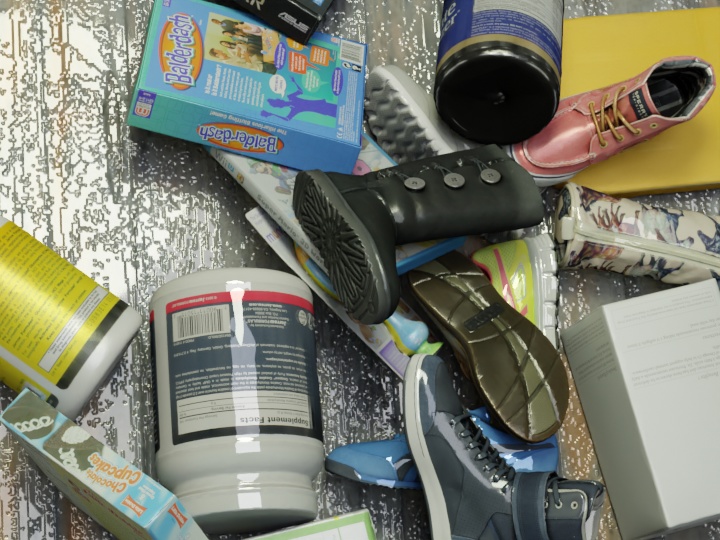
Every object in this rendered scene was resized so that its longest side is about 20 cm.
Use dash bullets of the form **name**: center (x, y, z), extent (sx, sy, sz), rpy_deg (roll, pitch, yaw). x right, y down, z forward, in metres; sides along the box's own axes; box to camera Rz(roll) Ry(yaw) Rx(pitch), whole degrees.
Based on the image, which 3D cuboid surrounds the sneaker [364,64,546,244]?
- **sneaker**: center (0.085, -0.115, 1.695), extent (0.200, 0.075, 0.082), rpy_deg (46, 58, -7)

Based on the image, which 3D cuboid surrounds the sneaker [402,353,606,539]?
- **sneaker**: center (0.119, 0.155, 1.503), extent (0.146, 0.077, 0.203), rpy_deg (-14, 91, 23)

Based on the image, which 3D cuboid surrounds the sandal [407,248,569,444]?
- **sandal**: center (0.107, 0.067, 1.594), extent (0.082, 0.055, 0.200), rpy_deg (-30, 63, -23)

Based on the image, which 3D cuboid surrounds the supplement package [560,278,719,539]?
- **supplement package**: center (0.272, 0.126, 1.642), extent (0.116, 0.117, 0.201), rpy_deg (-12, 78, -17)

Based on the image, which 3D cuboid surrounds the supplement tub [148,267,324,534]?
- **supplement tub**: center (-0.102, 0.109, 1.543), extent (0.140, 0.140, 0.201), rpy_deg (-1, 74, -13)

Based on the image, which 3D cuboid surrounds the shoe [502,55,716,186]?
- **shoe**: center (0.224, -0.139, 1.670), extent (0.199, 0.091, 0.072), rpy_deg (-22, 85, -25)

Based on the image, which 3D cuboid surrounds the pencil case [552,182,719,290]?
- **pencil case**: center (0.267, -0.024, 1.694), extent (0.199, 0.089, 0.078), rpy_deg (11, 89, -10)

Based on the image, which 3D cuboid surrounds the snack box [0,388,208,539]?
- **snack box**: center (-0.194, 0.176, 1.466), extent (0.200, 0.116, 0.037), rpy_deg (29, 68, 40)

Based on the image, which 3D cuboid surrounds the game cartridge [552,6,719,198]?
- **game cartridge**: center (0.264, -0.157, 1.762), extent (0.199, 0.032, 0.177), rpy_deg (-6, 77, -12)

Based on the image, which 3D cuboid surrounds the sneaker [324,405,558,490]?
- **sneaker**: center (0.070, 0.152, 1.595), extent (0.199, 0.066, 0.079), rpy_deg (3, 88, 5)

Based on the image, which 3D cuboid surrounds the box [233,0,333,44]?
- **box**: center (-0.070, -0.321, 1.691), extent (0.160, 0.044, 0.200), rpy_deg (32, 55, -4)

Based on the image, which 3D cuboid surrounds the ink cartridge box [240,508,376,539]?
- **ink cartridge box**: center (-0.090, 0.251, 1.531), extent (0.199, 0.104, 0.060), rpy_deg (-13, 79, -16)

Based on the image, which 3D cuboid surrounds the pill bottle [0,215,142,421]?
- **pill bottle**: center (-0.289, 0.027, 1.538), extent (0.200, 0.112, 0.113), rpy_deg (36, 71, -3)

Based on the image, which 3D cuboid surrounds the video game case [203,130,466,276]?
- **video game case**: center (-0.021, -0.070, 1.615), extent (0.143, 0.018, 0.200), rpy_deg (-24, 59, -39)

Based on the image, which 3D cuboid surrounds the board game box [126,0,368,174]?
- **board game box**: center (-0.096, -0.164, 1.634), extent (0.199, 0.045, 0.153), rpy_deg (15, 42, -9)

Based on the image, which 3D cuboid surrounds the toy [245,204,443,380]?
- **toy**: center (0.000, 0.000, 1.616), extent (0.047, 0.115, 0.200), rpy_deg (-41, 90, 24)

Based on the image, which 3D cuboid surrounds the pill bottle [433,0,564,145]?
- **pill bottle**: center (0.127, -0.217, 1.673), extent (0.111, 0.112, 0.201), rpy_deg (16, 46, -9)

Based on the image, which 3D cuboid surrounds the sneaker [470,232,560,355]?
- **sneaker**: center (0.132, 0.068, 1.655), extent (0.090, 0.078, 0.201), rpy_deg (0, 74, 1)

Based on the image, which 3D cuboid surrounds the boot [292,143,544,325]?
- **boot**: center (0.064, -0.033, 1.552), extent (0.199, 0.066, 0.165), rpy_deg (-6, 49, -28)
